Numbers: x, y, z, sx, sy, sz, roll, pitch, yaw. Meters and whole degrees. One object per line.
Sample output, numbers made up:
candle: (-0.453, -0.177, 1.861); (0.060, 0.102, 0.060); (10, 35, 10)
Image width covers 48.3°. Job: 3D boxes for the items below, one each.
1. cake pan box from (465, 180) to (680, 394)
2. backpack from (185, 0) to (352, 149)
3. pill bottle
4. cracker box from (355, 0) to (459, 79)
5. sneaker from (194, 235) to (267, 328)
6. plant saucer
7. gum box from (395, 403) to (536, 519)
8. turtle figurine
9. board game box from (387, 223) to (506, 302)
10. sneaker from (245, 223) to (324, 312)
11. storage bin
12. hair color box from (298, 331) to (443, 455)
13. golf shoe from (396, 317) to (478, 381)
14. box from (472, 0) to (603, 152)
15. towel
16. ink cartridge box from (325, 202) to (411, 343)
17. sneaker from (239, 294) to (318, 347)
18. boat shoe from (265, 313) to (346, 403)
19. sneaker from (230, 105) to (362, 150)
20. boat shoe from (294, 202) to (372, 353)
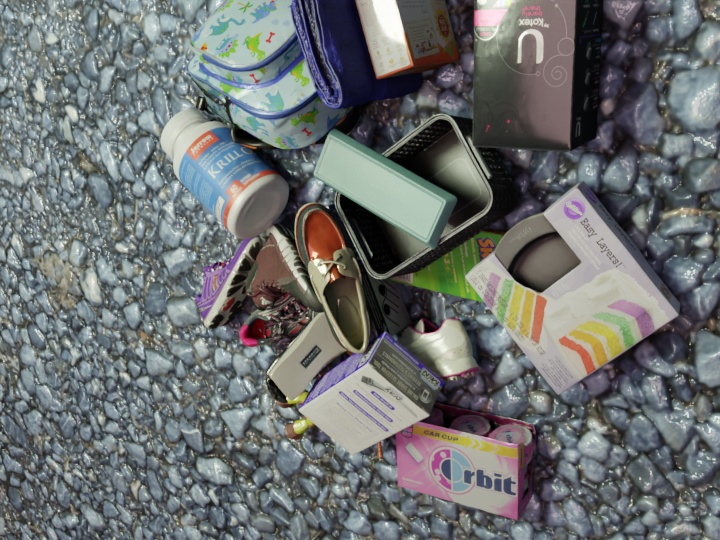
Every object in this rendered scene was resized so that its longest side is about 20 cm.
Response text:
cake pan box: (0.253, 0.021, 0.980); (0.184, 0.052, 0.201); (-39, 87, 26)
backpack: (-0.110, -0.263, 1.032); (0.199, 0.183, 0.147); (35, 165, 27)
pill bottle: (-0.208, -0.149, 1.194); (0.200, 0.112, 0.113); (42, 123, 22)
cracker box: (0.045, -0.340, 0.962); (0.057, 0.134, 0.203); (-10, 100, 34)
sneaker: (-0.215, 0.010, 1.280); (0.084, 0.080, 0.200); (51, 125, 16)
plant saucer: (0.023, -0.104, 0.995); (0.199, 0.019, 0.071); (33, 110, 25)
gum box: (0.150, 0.263, 1.132); (0.198, 0.066, 0.115); (8, 111, 30)
turtle figurine: (-0.055, 0.217, 1.250); (0.160, 0.064, 0.202); (-25, 91, 36)
board game box: (0.128, -0.015, 1.080); (0.198, 0.030, 0.097); (14, 111, 32)
sneaker: (-0.107, 0.028, 1.164); (0.116, 0.075, 0.201); (-52, 36, 15)
storage bin: (0.082, -0.091, 1.024); (0.199, 0.093, 0.137); (-33, 78, 30)
hair color box: (0.011, 0.174, 1.105); (0.109, 0.065, 0.200); (40, 141, -9)
golf shoe: (0.074, 0.118, 1.142); (0.198, 0.075, 0.093); (-12, 84, 33)
box: (0.201, -0.244, 0.910); (0.121, 0.106, 0.203); (8, 110, 31)
towel: (-0.002, -0.276, 0.973); (0.049, 0.199, 0.150); (-9, 100, 37)
ink cartridge box: (0.000, 0.000, 1.126); (0.044, 0.094, 0.202); (-19, 95, 34)
sneaker: (-0.103, 0.067, 1.226); (0.199, 0.074, 0.081); (-35, 85, 35)
boat shoe: (-0.066, 0.107, 1.193); (0.075, 0.200, 0.093); (51, 169, -10)
sneaker: (-0.092, -0.203, 1.121); (0.198, 0.090, 0.071); (-6, 103, 34)
boat shoe: (-0.032, 0.011, 1.038); (0.070, 0.063, 0.203); (-18, 103, -4)
